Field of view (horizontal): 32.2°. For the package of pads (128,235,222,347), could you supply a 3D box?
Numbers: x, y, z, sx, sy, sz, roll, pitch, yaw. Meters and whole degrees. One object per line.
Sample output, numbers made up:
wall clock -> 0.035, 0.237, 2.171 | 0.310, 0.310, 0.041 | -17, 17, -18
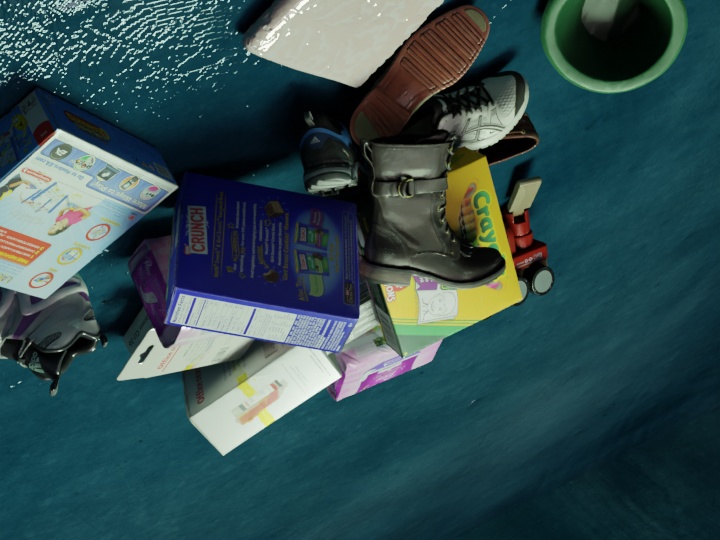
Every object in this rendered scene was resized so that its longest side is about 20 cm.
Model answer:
package of pads -> -0.159, 0.012, 1.462 | 0.200, 0.121, 0.076 | -13, 160, -38

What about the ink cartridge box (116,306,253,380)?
ink cartridge box -> -0.220, 0.070, 1.588 | 0.200, 0.068, 0.117 | -9, 147, -45

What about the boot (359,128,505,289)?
boot -> 0.086, -0.071, 1.401 | 0.200, 0.069, 0.174 | -1, 109, -25

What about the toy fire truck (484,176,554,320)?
toy fire truck -> 0.202, -0.044, 1.847 | 0.176, 0.129, 0.200 | -21, 114, -28

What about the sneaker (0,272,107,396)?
sneaker -> -0.369, 0.081, 1.338 | 0.200, 0.140, 0.078 | -20, 154, -27

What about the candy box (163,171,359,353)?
candy box -> -0.107, -0.009, 1.358 | 0.200, 0.169, 0.077 | 11, 139, -15

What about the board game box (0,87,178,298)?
board game box -> -0.314, -0.068, 1.226 | 0.196, 0.056, 0.200 | -38, 155, 12

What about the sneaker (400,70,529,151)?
sneaker -> 0.115, -0.183, 1.499 | 0.200, 0.076, 0.088 | -33, 154, -1

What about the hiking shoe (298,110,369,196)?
hiking shoe -> -0.025, -0.133, 1.426 | 0.074, 0.087, 0.200 | -11, 180, 5

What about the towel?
towel -> 0.003, -0.274, 1.246 | 0.200, 0.032, 0.191 | -43, 155, 24

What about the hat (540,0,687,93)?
hat -> 0.306, -0.326, 1.529 | 0.200, 0.176, 0.166 | 35, 120, -23

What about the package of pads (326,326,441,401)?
package of pads -> 0.036, 0.125, 1.989 | 0.200, 0.076, 0.121 | -21, 152, -24

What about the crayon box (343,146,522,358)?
crayon box -> 0.089, -0.022, 1.496 | 0.172, 0.058, 0.200 | -25, 117, -14

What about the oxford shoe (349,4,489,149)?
oxford shoe -> 0.060, -0.221, 1.399 | 0.200, 0.071, 0.074 | -42, -169, 5

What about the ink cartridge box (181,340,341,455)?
ink cartridge box -> -0.138, 0.140, 1.710 | 0.200, 0.145, 0.083 | -34, 115, 5

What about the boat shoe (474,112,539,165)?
boat shoe -> 0.134, -0.154, 1.586 | 0.200, 0.070, 0.070 | -24, 156, -14

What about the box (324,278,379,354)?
box -> 0.000, 0.000, 1.591 | 0.200, 0.158, 0.050 | -31, 133, -12
